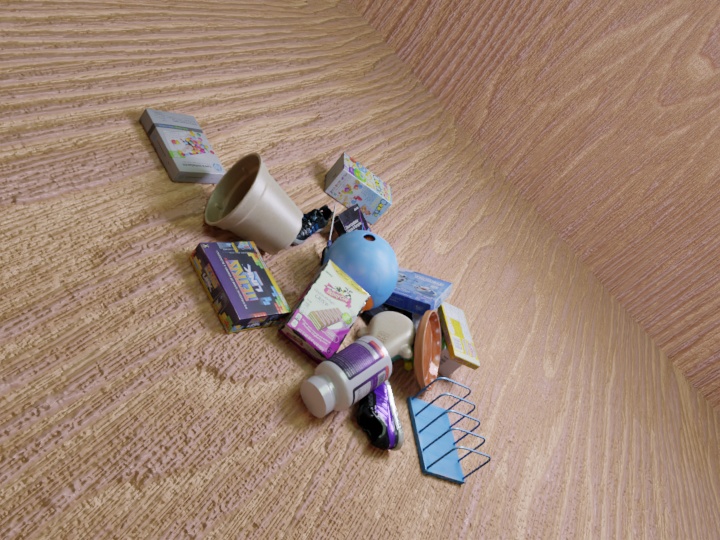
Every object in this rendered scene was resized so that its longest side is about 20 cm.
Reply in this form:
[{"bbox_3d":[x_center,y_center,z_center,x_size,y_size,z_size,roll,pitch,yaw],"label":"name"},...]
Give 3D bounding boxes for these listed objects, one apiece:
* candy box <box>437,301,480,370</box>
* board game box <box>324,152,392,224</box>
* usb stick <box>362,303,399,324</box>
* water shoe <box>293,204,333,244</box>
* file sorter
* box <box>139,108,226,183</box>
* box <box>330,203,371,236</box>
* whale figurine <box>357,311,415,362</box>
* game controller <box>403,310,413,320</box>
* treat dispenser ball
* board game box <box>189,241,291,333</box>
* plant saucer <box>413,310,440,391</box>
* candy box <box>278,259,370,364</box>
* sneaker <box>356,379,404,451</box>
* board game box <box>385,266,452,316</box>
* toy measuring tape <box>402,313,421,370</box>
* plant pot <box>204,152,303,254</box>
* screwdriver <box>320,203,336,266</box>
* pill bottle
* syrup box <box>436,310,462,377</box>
[{"bbox_3d":[0.272,0.177,1.824,0.101,0.026,0.203,28,35,-32],"label":"candy box"},{"bbox_3d":[-0.006,-0.258,2.060,0.198,0.105,0.104,33,32,-24],"label":"board game box"},{"bbox_3d":[0.066,0.105,1.797,0.055,0.033,0.199,38,28,13],"label":"usb stick"},{"bbox_3d":[-0.142,-0.135,1.763,0.072,0.079,0.200,46,30,2],"label":"water shoe"},{"bbox_3d":[0.217,0.383,1.574,0.137,0.123,0.203,26,35,-32],"label":"file sorter"},{"bbox_3d":[-0.441,-0.307,1.620,0.154,0.041,0.203,-5,59,-54],"label":"box"},{"bbox_3d":[-0.001,-0.082,1.877,0.203,0.036,0.143,61,29,-6],"label":"box"},{"bbox_3d":[0.059,0.197,1.630,0.156,0.106,0.201,20,46,21],"label":"whale figurine"},{"bbox_3d":[0.165,0.124,1.893,0.103,0.042,0.202,36,32,-18],"label":"game controller"},{"bbox_3d":[0.000,0.000,1.665,0.198,0.201,0.204,32,33,-23],"label":"treat dispenser ball"},{"bbox_3d":[-0.263,0.031,1.434,0.164,0.057,0.203,-4,57,-55],"label":"board game box"},{"bbox_3d":[0.171,0.204,1.668,0.200,0.031,0.207,3,90,-71],"label":"plant saucer"},{"bbox_3d":[-0.081,0.097,1.504,0.136,0.061,0.202,39,58,-12],"label":"candy box"},{"bbox_3d":[0.027,0.308,1.469,0.098,0.070,0.203,11,45,-42],"label":"sneaker"},{"bbox_3d":[0.139,0.054,1.839,0.195,0.045,0.198,17,22,20],"label":"board game box"},{"bbox_3d":[0.145,0.192,1.744,0.073,0.073,0.203,36,42,-17],"label":"toy measuring tape"},{"bbox_3d":[-0.241,-0.143,1.557,0.183,0.199,0.203,39,29,-33],"label":"plant pot"},{"bbox_3d":[-0.079,-0.096,1.773,0.028,0.028,0.205,43,53,-50],"label":"screwdriver"},{"bbox_3d":[-0.032,0.233,1.409,0.198,0.112,0.112,-27,74,-40],"label":"pill bottle"},{"bbox_3d":[0.245,0.199,1.871,0.081,0.079,0.202,35,32,-17],"label":"syrup box"}]
